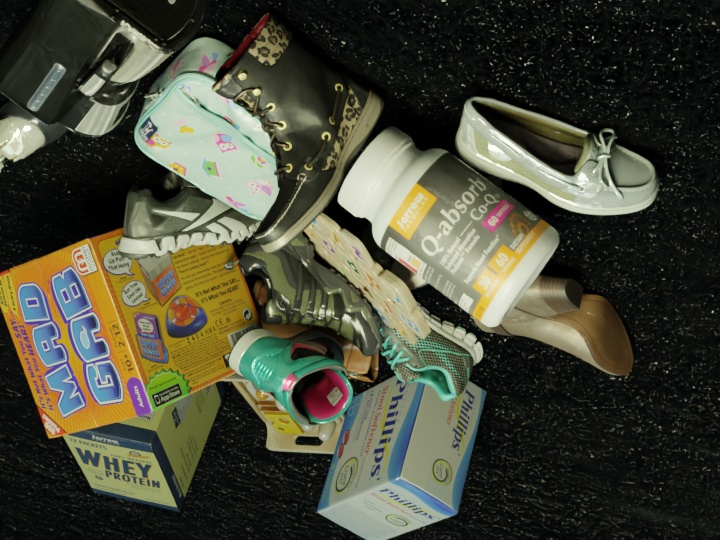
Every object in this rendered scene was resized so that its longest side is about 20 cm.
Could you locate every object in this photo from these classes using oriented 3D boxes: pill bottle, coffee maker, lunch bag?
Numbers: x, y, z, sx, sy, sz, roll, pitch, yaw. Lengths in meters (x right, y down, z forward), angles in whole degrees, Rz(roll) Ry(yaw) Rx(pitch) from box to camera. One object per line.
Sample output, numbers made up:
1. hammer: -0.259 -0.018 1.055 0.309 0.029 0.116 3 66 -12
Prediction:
1. pill bottle: 0.084 -0.046 1.246 0.200 0.116 0.117 36 148 9
2. coffee maker: -0.267 -0.245 1.222 0.192 0.135 0.200 54 139 -3
3. lunch bag: -0.128 -0.143 1.322 0.200 0.077 0.160 32 145 -20

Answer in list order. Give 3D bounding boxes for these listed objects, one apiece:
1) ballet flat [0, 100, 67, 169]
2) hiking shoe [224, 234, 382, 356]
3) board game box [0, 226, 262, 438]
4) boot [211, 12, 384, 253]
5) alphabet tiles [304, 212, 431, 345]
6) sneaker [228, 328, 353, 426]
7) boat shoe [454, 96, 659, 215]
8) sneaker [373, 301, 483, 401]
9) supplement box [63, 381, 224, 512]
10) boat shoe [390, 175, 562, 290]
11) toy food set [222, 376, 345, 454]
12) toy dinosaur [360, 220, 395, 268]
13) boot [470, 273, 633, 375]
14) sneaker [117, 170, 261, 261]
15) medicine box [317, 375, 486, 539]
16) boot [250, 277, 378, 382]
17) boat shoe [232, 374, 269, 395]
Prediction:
1. ballet flat: -0.399 -0.148 1.452 0.199 0.073 0.073 -13 135 38
2. hiking shoe: -0.063 0.038 1.483 0.200 0.101 0.076 45 169 2
3. board game box: -0.265 0.055 1.490 0.199 0.200 0.201 -17 94 41
4. boot: -0.079 -0.133 1.218 0.150 0.200 0.073 40 161 -21
5. alphabet tiles: 0.000 0.000 1.418 0.200 0.015 0.196 37 164 41
6. sneaker: -0.050 0.122 1.472 0.121 0.084 0.200 36 -165 29
7. boat shoe: 0.190 -0.112 1.223 0.201 0.075 0.065 22 150 8
8. sneaker: 0.056 0.091 1.556 0.199 0.091 0.078 26 145 -11
9. supplement box: -0.295 0.189 1.765 0.134 0.200 0.200 10 145 13
10. boat shoe: 0.124 -0.022 1.361 0.093 0.075 0.200 31 133 -24
11. toy food set: -0.112 0.201 1.823 0.143 0.061 0.200 -2 141 27
12. toy dinosaur: 0.036 -0.031 1.438 0.088 0.048 0.200 21 144 7
13. boot: 0.208 0.058 1.472 0.146 0.070 0.200 -5 139 40
14. sneaker: -0.179 -0.071 1.405 0.066 0.200 0.091 13 109 42
15. medicine box: 0.054 0.240 1.688 0.103 0.183 0.200 31 144 -19
16. boot: -0.059 0.083 1.602 0.155 0.077 0.200 15 152 16
17. boat shoe: -0.138 0.138 1.688 0.200 0.057 0.067 21 175 40
